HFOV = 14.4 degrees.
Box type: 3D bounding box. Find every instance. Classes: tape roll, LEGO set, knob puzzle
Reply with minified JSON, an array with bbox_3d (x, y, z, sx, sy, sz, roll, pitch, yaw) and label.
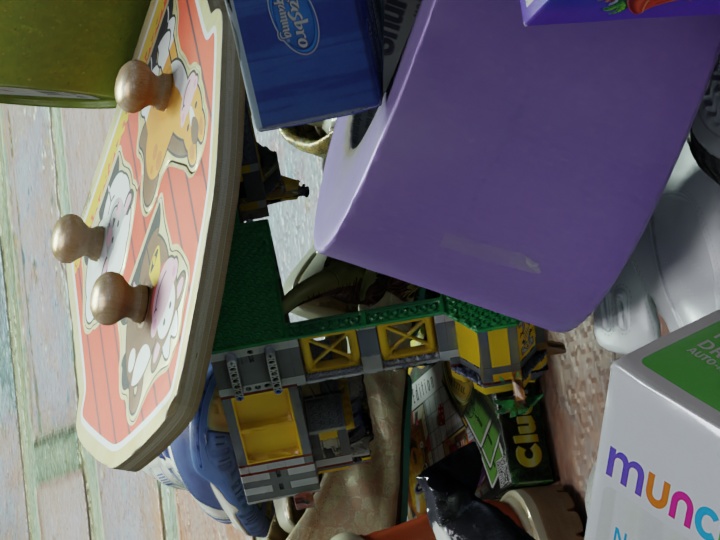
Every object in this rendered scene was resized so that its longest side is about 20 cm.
[{"bbox_3d":[0.056,-0.088,0.895,0.200,0.085,0.201,-162,90,-83],"label":"tape roll"},{"bbox_3d":[0.000,0.000,1.103,0.116,0.153,0.200,80,171,-51],"label":"LEGO set"},{"bbox_3d":[-0.085,-0.014,1.069,0.220,0.030,0.221,-170,90,-71],"label":"knob puzzle"}]

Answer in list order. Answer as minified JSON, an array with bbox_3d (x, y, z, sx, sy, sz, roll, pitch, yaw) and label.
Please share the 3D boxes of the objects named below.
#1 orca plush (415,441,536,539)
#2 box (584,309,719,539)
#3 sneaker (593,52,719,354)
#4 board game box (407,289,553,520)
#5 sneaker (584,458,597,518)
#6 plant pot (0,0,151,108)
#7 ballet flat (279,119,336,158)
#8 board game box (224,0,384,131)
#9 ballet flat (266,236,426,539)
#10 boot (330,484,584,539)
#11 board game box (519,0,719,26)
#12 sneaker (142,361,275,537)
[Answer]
[{"bbox_3d":[0.089,0.146,0.986,0.200,0.071,0.105,62,167,9],"label":"orca plush"},{"bbox_3d":[0.149,0.125,0.683,0.200,0.096,0.177,33,128,40],"label":"box"},{"bbox_3d":[0.126,0.023,0.852,0.115,0.075,0.201,123,144,-61],"label":"sneaker"},{"bbox_3d":[0.030,0.064,1.213,0.200,0.023,0.105,132,133,-65],"label":"board game box"},{"bbox_3d":[0.107,0.085,0.909,0.200,0.080,0.071,-161,66,-71],"label":"sneaker"},{"bbox_3d":[-0.132,-0.171,1.172,0.187,0.186,0.201,177,97,-71],"label":"plant pot"},{"bbox_3d":[0.007,-0.111,1.173,0.200,0.070,0.071,114,146,-54],"label":"ballet flat"},{"bbox_3d":[-0.030,-0.171,0.885,0.199,0.043,0.201,-90,-12,-68],"label":"board game box"},{"bbox_3d":[-0.006,0.031,1.167,0.067,0.062,0.201,146,131,-70],"label":"ballet flat"},{"bbox_3d":[0.016,0.160,1.148,0.200,0.107,0.075,104,151,-47],"label":"boot"},{"bbox_3d":[0.097,-0.172,0.794,0.045,0.134,0.201,137,126,-66],"label":"board game box"},{"bbox_3d":[-0.070,0.074,1.242,0.200,0.088,0.076,51,-131,-79],"label":"sneaker"}]
